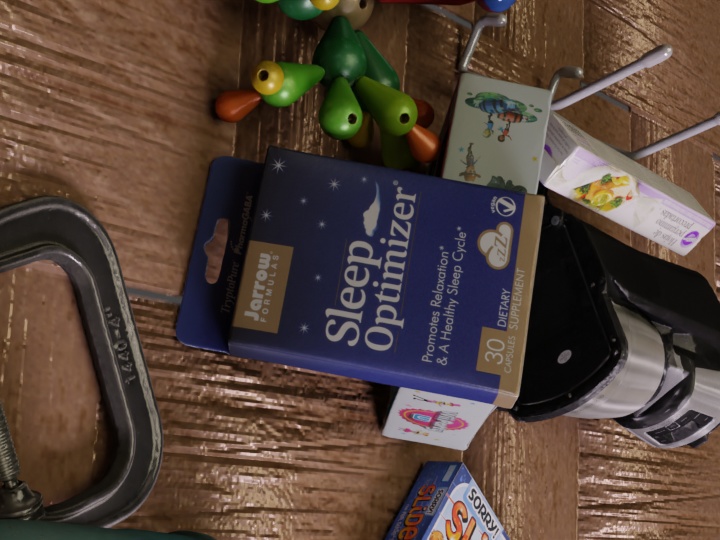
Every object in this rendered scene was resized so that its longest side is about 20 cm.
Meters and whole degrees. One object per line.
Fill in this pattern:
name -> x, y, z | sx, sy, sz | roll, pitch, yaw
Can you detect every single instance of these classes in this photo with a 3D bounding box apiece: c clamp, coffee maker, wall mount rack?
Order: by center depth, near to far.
c clamp -> -0.172, 0.048, 0.670 | 0.170, 0.027, 0.202 | -34, 109, -53
wall mount rack -> 0.171, -0.128, 0.989 | 0.199, 0.173, 0.075 | 21, 94, -47
coffee maker -> 0.189, 0.029, 1.021 | 0.199, 0.133, 0.195 | 18, 71, -48

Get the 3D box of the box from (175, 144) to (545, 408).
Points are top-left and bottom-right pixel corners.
box -> 0.000, 0.000, 0.770 | 0.032, 0.197, 0.123 | 96, 4, -71

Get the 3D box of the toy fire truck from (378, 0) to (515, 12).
toy fire truck -> 0.055, -0.258, 0.902 | 0.199, 0.111, 0.170 | -11, 92, -54

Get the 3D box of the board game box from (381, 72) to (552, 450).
board game box -> 0.066, -0.001, 0.867 | 0.148, 0.063, 0.203 | 103, -3, -70

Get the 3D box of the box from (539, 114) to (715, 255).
box -> 0.195, -0.060, 1.006 | 0.199, 0.039, 0.042 | 19, 31, -45

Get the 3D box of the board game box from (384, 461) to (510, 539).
board game box -> 0.074, 0.250, 0.928 | 0.201, 0.034, 0.136 | 58, 46, -28

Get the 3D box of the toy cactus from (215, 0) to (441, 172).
toy cactus -> -0.018, -0.139, 0.845 | 0.199, 0.102, 0.167 | 36, 40, -39

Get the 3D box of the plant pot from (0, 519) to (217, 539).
plant pot -> -0.165, 0.191, 0.541 | 0.186, 0.199, 0.203 | 18, 71, -31
